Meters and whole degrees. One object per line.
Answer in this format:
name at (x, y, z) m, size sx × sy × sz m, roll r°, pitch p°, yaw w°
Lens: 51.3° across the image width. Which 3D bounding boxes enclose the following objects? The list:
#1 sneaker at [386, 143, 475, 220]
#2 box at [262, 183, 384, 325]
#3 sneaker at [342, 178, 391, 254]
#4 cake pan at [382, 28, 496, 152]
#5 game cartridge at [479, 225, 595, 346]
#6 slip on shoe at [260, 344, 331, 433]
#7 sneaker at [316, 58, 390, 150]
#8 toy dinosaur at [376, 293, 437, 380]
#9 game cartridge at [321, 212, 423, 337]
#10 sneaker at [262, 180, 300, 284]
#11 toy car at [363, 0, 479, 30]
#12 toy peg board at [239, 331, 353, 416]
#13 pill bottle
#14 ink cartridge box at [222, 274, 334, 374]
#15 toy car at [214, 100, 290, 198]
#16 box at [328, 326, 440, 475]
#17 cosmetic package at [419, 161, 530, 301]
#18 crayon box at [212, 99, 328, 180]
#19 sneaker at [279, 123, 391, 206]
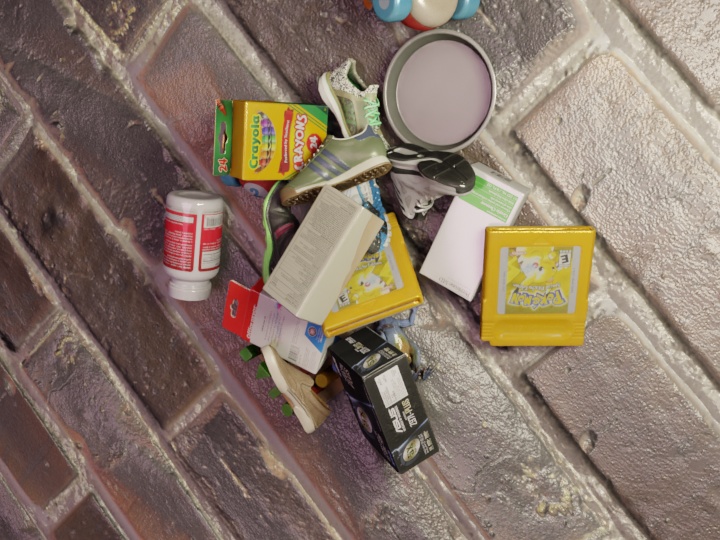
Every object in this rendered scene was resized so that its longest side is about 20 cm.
sneaker at (0.121, -0.132, 1.234) m, size 0.200 × 0.075 × 0.117 m, roll 32°, pitch 143°, yaw 49°
box at (-0.060, -0.024, 1.204) m, size 0.095 × 0.077 × 0.202 m, roll 36°, pitch 95°, yaw 32°
sneaker at (-0.005, -0.102, 1.301) m, size 0.086 × 0.075 × 0.202 m, roll -28°, pitch 49°, yaw 22°
cake pan at (0.134, -0.297, 1.257) m, size 0.197 × 0.037 × 0.204 m, roll 5°, pitch 103°, yaw 23°
game cartridge at (0.283, 0.028, 1.212) m, size 0.173 × 0.033 × 0.203 m, roll -1°, pitch 109°, yaw 1°
slip on shoe at (-0.115, 0.204, 1.341) m, size 0.060 × 0.076 × 0.202 m, roll -30°, pitch 116°, yaw -7°
sneaker at (0.004, -0.278, 1.290) m, size 0.088 × 0.077 × 0.201 m, roll -38°, pitch 85°, yaw 38°
toy dinosaur at (0.049, 0.126, 1.360) m, size 0.182 × 0.104 × 0.202 m, roll 46°, pitch 127°, yaw 29°
game cartridge at (0.000, 0.000, 1.287) m, size 0.174 × 0.033 × 0.202 m, roll -20°, pitch 54°, yaw 4°
sneaker at (-0.124, -0.059, 1.306) m, size 0.082 × 0.077 × 0.204 m, roll -5°, pitch 80°, yaw 15°
toy car at (0.056, -0.464, 1.205) m, size 0.199 × 0.182 × 0.180 m, roll 2°, pitch 104°, yaw 53°
toy peg board at (-0.115, 0.164, 1.431) m, size 0.199 × 0.098 × 0.201 m, roll -42°, pitch 83°, yaw 25°
pill bottle at (-0.331, -0.049, 1.475) m, size 0.111 × 0.112 × 0.204 m, roll 13°, pitch 105°, yaw 21°
ink cartridge box at (-0.143, 0.086, 1.344) m, size 0.198 × 0.067 × 0.117 m, roll 25°, pitch 125°, yaw 10°
toy car at (-0.199, -0.211, 1.334) m, size 0.181 × 0.200 × 0.180 m, roll 10°, pitch 105°, yaw 22°
box at (0.039, 0.222, 1.305) m, size 0.085 × 0.163 × 0.203 m, roll -26°, pitch 112°, yaw -15°
cosmetic package at (0.191, -0.066, 1.254) m, size 0.107 × 0.085 × 0.202 m, roll 27°, pitch 109°, yaw 13°
crayon box at (-0.149, -0.218, 1.261) m, size 0.050 × 0.198 × 0.129 m, roll 21°, pitch 112°, yaw 49°
sneaker at (-0.050, -0.181, 1.261) m, size 0.197 × 0.067 × 0.091 m, roll -19°, pitch 77°, yaw 12°
